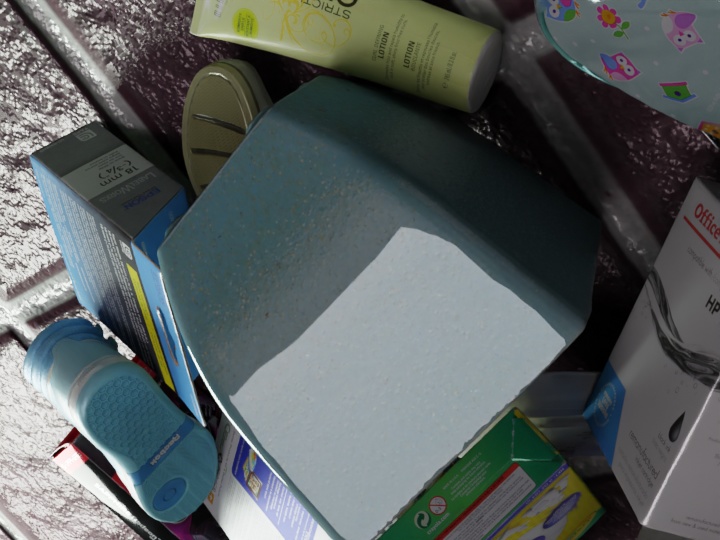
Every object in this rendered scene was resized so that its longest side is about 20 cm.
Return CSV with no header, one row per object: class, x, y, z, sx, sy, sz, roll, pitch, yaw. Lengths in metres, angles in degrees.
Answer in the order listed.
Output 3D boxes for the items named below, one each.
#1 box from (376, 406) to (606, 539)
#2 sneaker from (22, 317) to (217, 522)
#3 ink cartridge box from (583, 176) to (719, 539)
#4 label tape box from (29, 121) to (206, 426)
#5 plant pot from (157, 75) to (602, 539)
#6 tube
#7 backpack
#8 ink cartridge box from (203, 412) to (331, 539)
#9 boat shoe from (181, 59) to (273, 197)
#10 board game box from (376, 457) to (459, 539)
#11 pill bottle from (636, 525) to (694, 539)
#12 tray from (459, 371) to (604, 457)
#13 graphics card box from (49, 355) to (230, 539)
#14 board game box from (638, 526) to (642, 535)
box,0.085,0.158,0.740,0.048,0.117,0.200,46,180,24
sneaker,-0.191,0.109,0.964,0.130,0.079,0.201,34,157,37
ink cartridge box,0.201,0.030,0.654,0.066,0.116,0.202,16,111,-13
label tape box,-0.154,-0.002,0.889,0.200,0.063,0.145,35,146,42
plant pot,0.000,0.000,0.717,0.200,0.196,0.197,41,112,-3
tube,-0.014,-0.150,0.738,0.198,0.058,0.052,23,162,17
backpack,0.183,-0.138,0.568,0.199,0.127,0.168,29,140,11
ink cartridge box,-0.061,0.192,0.944,0.200,0.037,0.096,42,123,50
boat shoe,-0.066,-0.057,0.839,0.074,0.068,0.202,15,129,34
board game box,0.061,0.166,0.897,0.064,0.148,0.200,-25,112,41
pill bottle,0.165,0.229,0.648,0.109,0.200,0.110,18,134,19
tray,0.144,0.097,0.780,0.198,0.022,0.107,3,150,-31
graphics card box,-0.151,0.177,1.056,0.200,0.126,0.051,45,136,-9
board game box,0.236,0.132,0.765,0.045,0.135,0.201,30,137,6
